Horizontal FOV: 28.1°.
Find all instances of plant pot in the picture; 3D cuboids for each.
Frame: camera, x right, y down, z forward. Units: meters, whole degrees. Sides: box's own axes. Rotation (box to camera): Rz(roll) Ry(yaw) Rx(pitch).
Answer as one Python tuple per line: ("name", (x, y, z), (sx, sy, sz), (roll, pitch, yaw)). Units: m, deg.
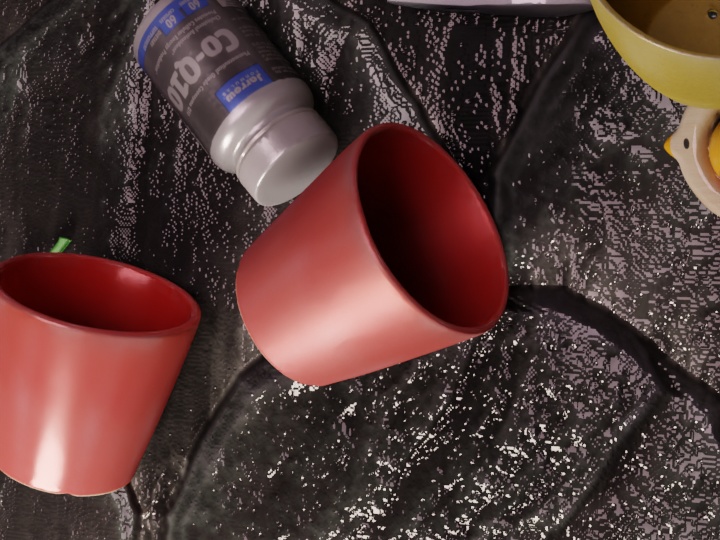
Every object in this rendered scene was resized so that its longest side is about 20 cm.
("plant pot", (0.253, -0.196, 1.015), (0.197, 0.142, 0.202), (-4, 65, 8))
("plant pot", (-0.266, 0.101, 1.360), (0.199, 0.200, 0.179), (25, 109, 26))
("plant pot", (0.000, 0.000, 1.235), (0.177, 0.199, 0.202), (-30, 74, 33))

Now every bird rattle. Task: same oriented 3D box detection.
("bird rattle", (0.330, -0.109, 1.131), (0.200, 0.112, 0.164), (45, 123, 14))

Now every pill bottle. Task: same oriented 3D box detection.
("pill bottle", (-0.115, -0.164, 1.338), (0.114, 0.113, 0.200), (-46, 69, 18))

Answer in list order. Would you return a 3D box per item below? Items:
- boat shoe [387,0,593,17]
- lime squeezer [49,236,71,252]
("boat shoe", (0.112, -0.258, 1.248), (0.198, 0.073, 0.066), (9, 95, 27))
("lime squeezer", (-0.354, 0.059, 1.501), (0.070, 0.038, 0.203), (12, 92, -4))
